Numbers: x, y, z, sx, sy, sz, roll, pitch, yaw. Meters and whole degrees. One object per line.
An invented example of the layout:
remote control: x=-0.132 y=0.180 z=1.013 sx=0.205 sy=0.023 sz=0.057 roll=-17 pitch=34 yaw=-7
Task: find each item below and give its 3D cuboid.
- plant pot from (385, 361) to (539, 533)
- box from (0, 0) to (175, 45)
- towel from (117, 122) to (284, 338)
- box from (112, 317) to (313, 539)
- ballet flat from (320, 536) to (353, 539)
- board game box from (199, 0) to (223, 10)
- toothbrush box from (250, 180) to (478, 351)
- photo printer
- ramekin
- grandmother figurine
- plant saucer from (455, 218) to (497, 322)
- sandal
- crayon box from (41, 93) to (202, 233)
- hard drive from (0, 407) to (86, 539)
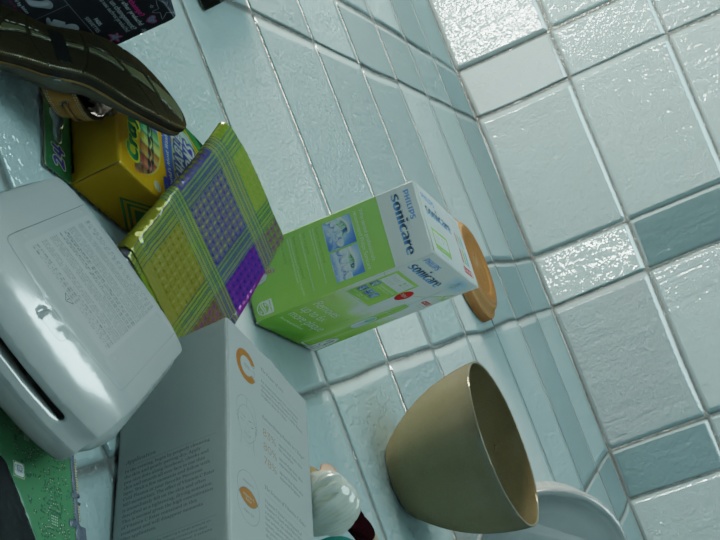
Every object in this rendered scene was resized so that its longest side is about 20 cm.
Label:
plant pot: x=0.108 y=0.222 z=1.450 sx=0.200 sy=0.134 sz=0.200 roll=57 pitch=19 yaw=-33
box: x=-0.241 y=-0.289 z=0.998 sx=0.132 sy=0.115 sz=0.200 roll=52 pitch=18 yaw=-61
towel: x=-0.133 y=-0.018 z=1.046 sx=0.200 sy=0.023 sz=0.144 roll=-61 pitch=139 yaw=-44
box: x=-0.105 y=0.158 z=0.913 sx=0.124 sy=0.097 sz=0.200 roll=52 pitch=22 yaw=-41
ballet flat: x=-0.033 y=0.293 z=1.041 sx=0.200 sy=0.073 sz=0.073 roll=-68 pitch=134 yaw=-76
board game box: x=-0.188 y=-0.403 z=1.527 sx=0.135 sy=0.028 sz=0.200 roll=63 pitch=16 yaw=-17
toothbrush box: x=0.000 y=0.000 z=1.282 sx=0.146 sy=0.200 sz=0.086 roll=35 pitch=36 yaw=-64
photo printer: x=-0.194 y=0.026 z=0.777 sx=0.166 sy=0.069 sz=0.200 roll=55 pitch=7 yaw=-7
ramekin: x=0.242 y=0.365 z=1.601 sx=0.094 sy=0.202 sz=0.203 roll=-82 pitch=148 yaw=-81
grandmother figurine: x=-0.032 y=0.191 z=1.040 sx=0.121 sy=0.061 sz=0.200 roll=25 pitch=-10 yaw=-2
plant saucer: x=0.203 y=-0.005 z=2.252 sx=0.200 sy=0.032 sz=0.200 roll=57 pitch=19 yaw=-33
sandal: x=-0.227 y=-0.146 z=0.955 sx=0.200 sy=0.055 sz=0.082 roll=14 pitch=38 yaw=-39
crayon box: x=-0.191 y=-0.095 z=1.061 sx=0.200 sy=0.052 sz=0.126 roll=46 pitch=26 yaw=-51
hard drive: x=-0.224 y=0.125 z=0.682 sx=0.200 sy=0.038 sz=0.140 roll=43 pitch=29 yaw=-54
